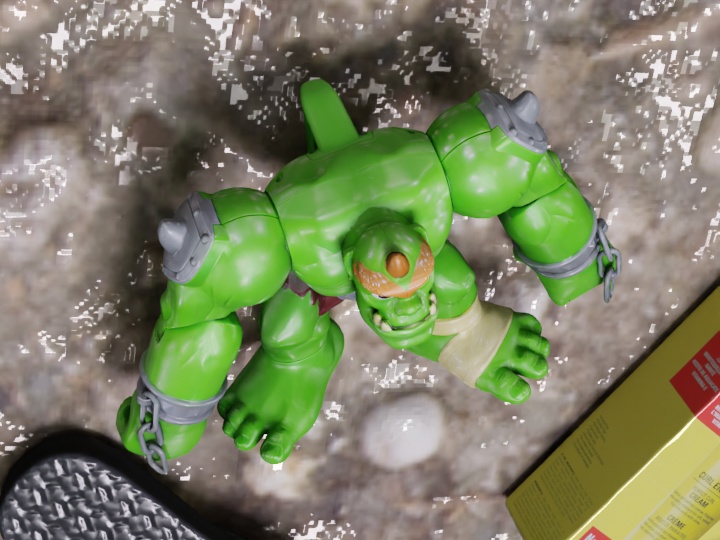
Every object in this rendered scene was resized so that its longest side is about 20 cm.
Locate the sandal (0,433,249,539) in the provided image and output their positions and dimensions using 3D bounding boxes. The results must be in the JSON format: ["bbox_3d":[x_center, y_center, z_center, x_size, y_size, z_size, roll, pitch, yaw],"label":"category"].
[{"bbox_3d":[-0.062,0.133,0.740,0.075,0.048,0.200,-41,109,11],"label":"sandal"}]

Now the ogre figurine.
[{"bbox_3d":[0.000,0.000,0.651,0.198,0.099,0.120,-5,140,4],"label":"ogre figurine"}]

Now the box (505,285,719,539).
[{"bbox_3d":[0.158,0.059,0.752,0.075,0.050,0.200,36,105,-32],"label":"box"}]
